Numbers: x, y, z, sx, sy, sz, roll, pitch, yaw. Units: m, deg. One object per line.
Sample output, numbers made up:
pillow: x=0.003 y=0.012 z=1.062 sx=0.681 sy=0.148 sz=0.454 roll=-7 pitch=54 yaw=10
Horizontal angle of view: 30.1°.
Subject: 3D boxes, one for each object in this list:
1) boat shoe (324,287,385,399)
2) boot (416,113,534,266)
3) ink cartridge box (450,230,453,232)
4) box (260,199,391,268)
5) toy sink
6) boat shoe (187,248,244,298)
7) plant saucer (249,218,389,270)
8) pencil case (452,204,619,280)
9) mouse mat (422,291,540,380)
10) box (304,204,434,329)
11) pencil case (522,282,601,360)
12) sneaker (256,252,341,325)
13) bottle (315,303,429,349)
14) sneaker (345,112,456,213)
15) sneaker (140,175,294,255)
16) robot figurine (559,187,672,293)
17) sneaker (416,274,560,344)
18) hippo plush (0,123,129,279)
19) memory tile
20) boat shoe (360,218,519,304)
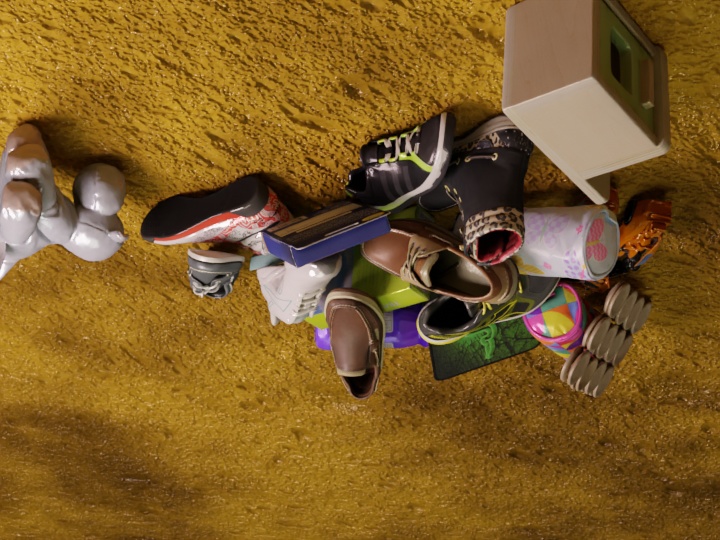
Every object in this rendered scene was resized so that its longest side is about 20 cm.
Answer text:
boat shoe: x=-0.003 y=0.099 z=1.688 sx=0.074 sy=0.075 sz=0.203 roll=0 pitch=148 yaw=12
boot: x=0.122 y=-0.074 z=1.531 sx=0.073 sy=0.155 sz=0.203 roll=23 pitch=147 yaw=-26
ink cartridge box: x=0.128 y=0.016 z=1.802 sx=0.196 sy=0.044 sz=0.200 roll=-7 pitch=147 yaw=23
box: x=-0.040 y=-0.044 z=1.585 sx=0.120 sy=0.033 sz=0.200 roll=-21 pitch=-169 yaw=-12
toy sink: x=0.242 y=-0.178 z=1.351 sx=0.111 sy=0.131 sz=0.200 roll=-16 pitch=142 yaw=34
boat shoe: x=-0.190 y=0.007 z=1.750 sx=0.072 sy=0.062 sz=0.200 roll=9 pitch=178 yaw=-2
plant saucer: x=-0.057 y=-0.039 z=1.716 sx=0.199 sy=0.070 sz=0.019 roll=-14 pitch=108 yaw=39
pencil case: x=0.208 y=-0.039 z=1.587 sx=0.199 sy=0.091 sz=0.083 roll=8 pitch=154 yaw=41
mouse mat: x=0.162 y=0.062 z=1.762 sx=0.160 sy=0.008 sz=0.201 roll=-19 pitch=136 yaw=-6
box: x=0.000 y=0.000 z=1.718 sx=0.199 sy=0.123 sz=0.048 roll=-16 pitch=145 yaw=35
pencil case: x=0.273 y=0.070 z=1.766 sx=0.088 sy=0.089 sz=0.200 roll=-4 pitch=167 yaw=18
sneaker: x=-0.069 y=0.022 z=1.657 sx=0.070 sy=0.081 sz=0.200 roll=-7 pitch=175 yaw=-22
bottle: x=0.038 y=0.071 z=1.796 sx=0.198 sy=0.066 sz=0.084 roll=-1 pitch=-175 yaw=2
sneaker: x=0.040 y=-0.122 z=1.548 sx=0.082 sy=0.072 sz=0.200 roll=19 pitch=148 yaw=-18
sneaker: x=-0.179 y=-0.052 z=1.720 sx=0.200 sy=0.068 sz=0.108 roll=-15 pitch=142 yaw=29
robot figurine: x=0.297 y=-0.035 z=1.661 sx=0.144 sy=0.059 sz=0.200 roll=14 pitch=150 yaw=-8
sneaker: x=0.160 y=0.037 z=1.653 sx=0.199 sy=0.075 sz=0.085 roll=-30 pitch=175 yaw=7
hippo plush: x=-0.358 y=-0.068 z=1.625 sx=0.159 sy=0.202 sz=0.159 roll=9 pitch=173 yaw=-20
memory tile: x=0.325 y=0.093 z=1.764 sx=0.017 sy=0.154 sz=0.200 roll=30 pitch=-178 yaw=24
boat shoe: x=0.087 y=-0.012 z=1.571 sx=0.198 sy=0.076 sz=0.074 roll=16 pitch=-166 yaw=26
